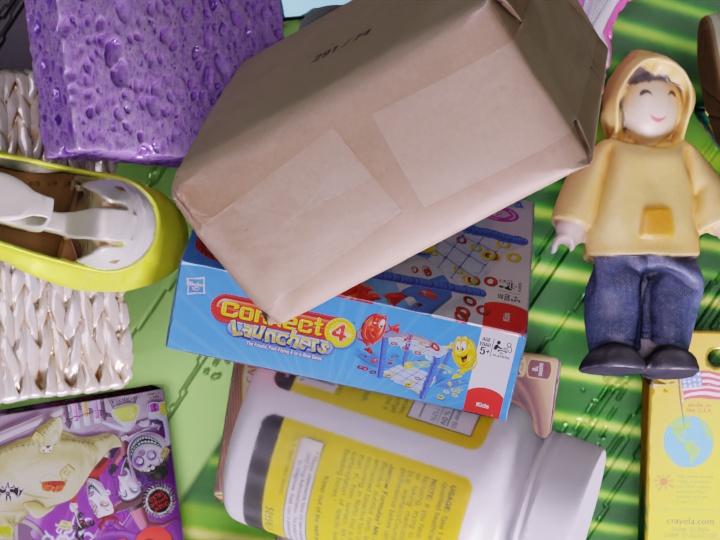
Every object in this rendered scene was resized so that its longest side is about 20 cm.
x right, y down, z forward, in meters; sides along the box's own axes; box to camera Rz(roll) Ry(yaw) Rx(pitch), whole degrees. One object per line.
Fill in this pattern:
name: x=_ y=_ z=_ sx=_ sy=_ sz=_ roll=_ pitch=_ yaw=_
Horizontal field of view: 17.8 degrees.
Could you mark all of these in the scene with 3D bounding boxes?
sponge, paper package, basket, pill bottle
sponge: x=-0.108 y=-0.115 z=1.303 sx=0.030 sy=0.200 sz=0.112 roll=-13 pitch=82 yaw=36
paper package: x=0.021 y=-0.087 z=1.232 sx=0.200 sy=0.191 sz=0.104 roll=-28 pitch=108 yaw=19
basket: x=-0.242 y=-0.022 z=1.332 sx=0.160 sy=0.200 sz=0.199 roll=-5 pitch=94 yaw=-28
pill bottle: x=0.032 y=0.117 z=1.314 sx=0.199 sy=0.114 sz=0.115 roll=17 pitch=94 yaw=12

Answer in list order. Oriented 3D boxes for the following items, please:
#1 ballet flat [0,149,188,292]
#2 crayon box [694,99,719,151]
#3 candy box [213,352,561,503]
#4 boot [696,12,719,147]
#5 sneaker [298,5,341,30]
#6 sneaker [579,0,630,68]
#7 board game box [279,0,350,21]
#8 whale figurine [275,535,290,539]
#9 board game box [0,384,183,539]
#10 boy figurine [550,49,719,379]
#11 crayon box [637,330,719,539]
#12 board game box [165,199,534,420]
ballet flat: x=-0.167 y=-0.029 z=1.229 sx=0.200 sy=0.067 sz=0.067 roll=14 pitch=80 yaw=-34
crayon box: x=0.310 y=-0.052 z=1.411 sx=0.119 sy=0.058 sz=0.200 roll=-34 pitch=92 yaw=2
candy box: x=0.016 y=0.099 z=1.416 sx=0.199 sy=0.055 sz=0.116 roll=8 pitch=79 yaw=0
boot: x=0.293 y=-0.079 z=1.345 sx=0.154 sy=0.072 sz=0.200 roll=-22 pitch=98 yaw=4
sneaker: x=0.047 y=-0.102 z=1.414 sx=0.200 sy=0.071 sz=0.080 roll=14 pitch=133 yaw=-13
sneaker: x=0.119 y=-0.182 z=1.359 sx=0.088 sy=0.081 sz=0.200 roll=42 pitch=58 yaw=-32
board game box: x=-0.070 y=-0.228 z=1.413 sx=0.199 sy=0.047 sz=0.151 roll=-5 pitch=93 yaw=2
whale figurine: x=0.042 y=0.208 z=1.419 sx=0.200 sy=0.104 sz=0.159 roll=23 pitch=132 yaw=20
board game box: x=-0.211 y=0.145 z=1.413 sx=0.199 sy=0.032 sz=0.120 roll=-9 pitch=98 yaw=-20
boy figurine: x=0.177 y=-0.035 z=1.383 sx=0.124 sy=0.064 sz=0.201 roll=6 pitch=81 yaw=-6
crayon box: x=0.238 y=0.135 z=1.427 sx=0.127 sy=0.051 sz=0.201 roll=2 pitch=94 yaw=1
board game box: x=0.000 y=0.000 z=1.347 sx=0.195 sy=0.200 sz=0.056 roll=12 pitch=114 yaw=0
